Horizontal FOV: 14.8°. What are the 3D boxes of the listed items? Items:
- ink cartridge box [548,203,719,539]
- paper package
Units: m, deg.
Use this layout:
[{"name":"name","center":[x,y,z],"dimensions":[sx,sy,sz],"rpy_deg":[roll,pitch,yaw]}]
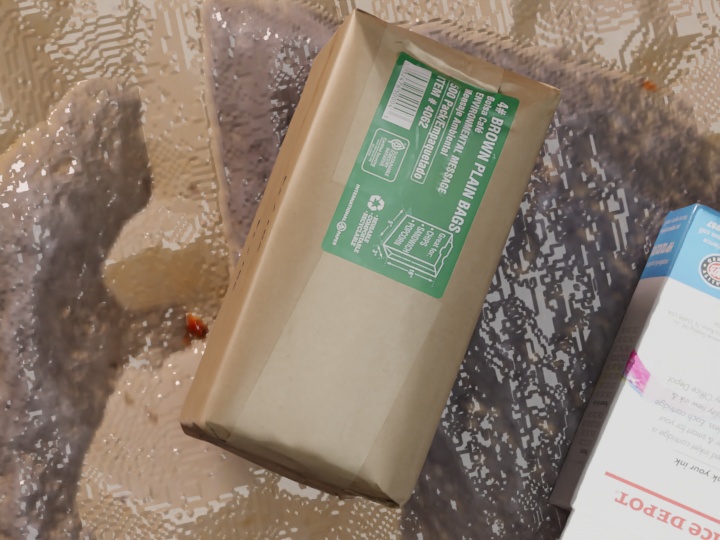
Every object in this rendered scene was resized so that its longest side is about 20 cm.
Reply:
[{"name":"ink cartridge box","center":[0.168,0.082,1.340],"dimensions":[0.115,0.068,0.200],"rpy_deg":[24,86,-5]},{"name":"paper package","center":[0.000,0.000,1.263],"dimensions":[0.103,0.191,0.200],"rpy_deg":[22,85,-5]}]
